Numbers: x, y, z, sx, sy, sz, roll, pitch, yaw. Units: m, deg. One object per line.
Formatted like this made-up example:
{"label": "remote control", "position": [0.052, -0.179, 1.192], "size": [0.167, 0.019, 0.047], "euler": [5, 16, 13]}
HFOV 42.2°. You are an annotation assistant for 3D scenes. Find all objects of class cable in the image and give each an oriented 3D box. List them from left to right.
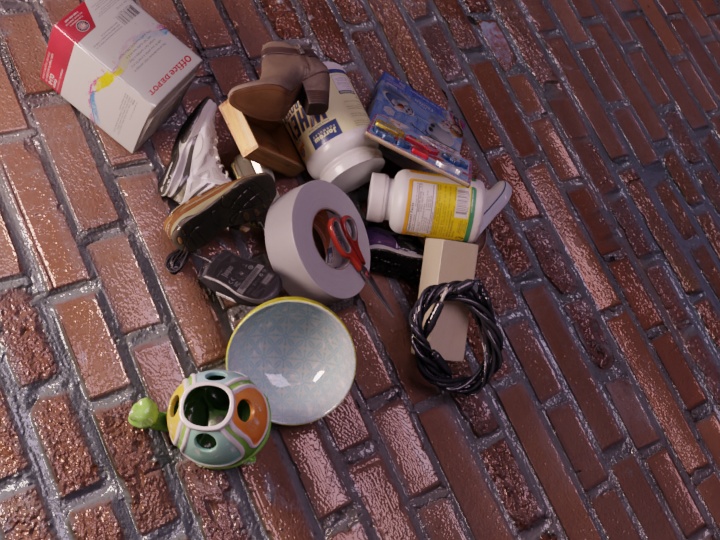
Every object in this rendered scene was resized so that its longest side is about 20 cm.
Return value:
{"label": "cable", "position": [0.162, 0.120, 1.569], "size": [0.161, 0.051, 0.204], "euler": [-16, 101, -23]}

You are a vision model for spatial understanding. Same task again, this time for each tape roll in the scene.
{"label": "tape roll", "position": [-0.069, -0.044, 1.557], "size": [0.199, 0.065, 0.204], "euler": [27, 54, -45]}

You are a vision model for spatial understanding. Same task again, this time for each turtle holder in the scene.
{"label": "turtle holder", "position": [-0.220, 0.199, 1.329], "size": [0.183, 0.132, 0.142], "euler": [27, 75, 14]}

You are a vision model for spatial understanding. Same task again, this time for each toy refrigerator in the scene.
{"label": "toy refrigerator", "position": [0.144, 0.050, 1.622], "size": [0.075, 0.070, 0.204], "euler": [7, 91, -26]}

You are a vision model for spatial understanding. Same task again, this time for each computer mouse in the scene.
{"label": "computer mouse", "position": [-0.200, -0.011, 1.495], "size": [0.197, 0.046, 0.141], "euler": [19, 52, 16]}

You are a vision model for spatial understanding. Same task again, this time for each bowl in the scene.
{"label": "bowl", "position": [-0.106, 0.125, 1.450], "size": [0.198, 0.202, 0.108], "euler": [31, 12, -11]}

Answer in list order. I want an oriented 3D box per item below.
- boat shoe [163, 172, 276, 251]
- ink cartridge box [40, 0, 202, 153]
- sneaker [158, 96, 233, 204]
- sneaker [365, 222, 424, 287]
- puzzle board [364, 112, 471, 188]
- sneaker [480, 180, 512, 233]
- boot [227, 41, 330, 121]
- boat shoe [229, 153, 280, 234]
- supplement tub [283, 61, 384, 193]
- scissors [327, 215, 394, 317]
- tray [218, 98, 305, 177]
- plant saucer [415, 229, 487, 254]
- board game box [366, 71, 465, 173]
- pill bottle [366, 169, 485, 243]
{"label": "boat shoe", "position": [-0.229, -0.106, 1.498], "size": [0.198, 0.077, 0.073], "euler": [-30, 40, -27]}
{"label": "ink cartridge box", "position": [-0.388, -0.327, 1.520], "size": [0.199, 0.145, 0.146], "euler": [39, 52, -5]}
{"label": "sneaker", "position": [-0.258, -0.188, 1.579], "size": [0.114, 0.075, 0.204], "euler": [28, 62, -24]}
{"label": "sneaker", "position": [0.091, -0.034, 1.686], "size": [0.197, 0.076, 0.089], "euler": [20, 45, -25]}
{"label": "puzzle board", "position": [0.106, -0.215, 1.625], "size": [0.197, 0.018, 0.151], "euler": [27, 23, -3]}
{"label": "sneaker", "position": [0.225, -0.127, 1.761], "size": [0.071, 0.073, 0.200], "euler": [47, 43, -5]}
{"label": "boot", "position": [-0.140, -0.322, 1.548], "size": [0.197, 0.071, 0.148], "euler": [2, 50, -31]}
{"label": "boat shoe", "position": [-0.165, -0.109, 1.586], "size": [0.205, 0.059, 0.072], "euler": [69, 15, 12]}
{"label": "supplement tub", "position": [-0.053, -0.252, 1.672], "size": [0.143, 0.145, 0.202], "euler": [-18, 74, -35]}
{"label": "scissors", "position": [0.000, 0.000, 1.566], "size": [0.073, 0.014, 0.203], "euler": [-36, 105, -55]}
{"label": "tray", "position": [-0.165, -0.223, 1.590], "size": [0.100, 0.037, 0.200], "euler": [63, 16, 12]}
{"label": "plant saucer", "position": [0.151, -0.100, 1.762], "size": [0.197, 0.034, 0.203], "euler": [20, 49, -24]}
{"label": "board game box", "position": [0.104, -0.271, 1.811], "size": [0.198, 0.043, 0.201], "euler": [29, 43, -13]}
{"label": "pill bottle", "position": [0.112, -0.115, 1.635], "size": [0.196, 0.113, 0.115], "euler": [7, 59, -3]}
